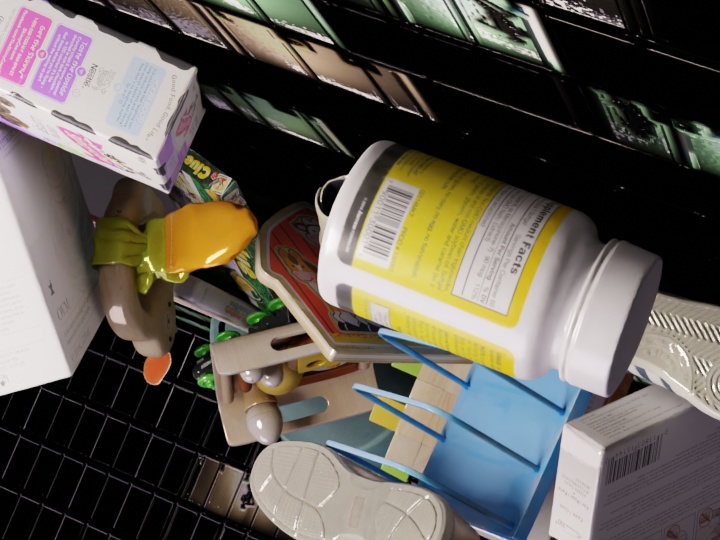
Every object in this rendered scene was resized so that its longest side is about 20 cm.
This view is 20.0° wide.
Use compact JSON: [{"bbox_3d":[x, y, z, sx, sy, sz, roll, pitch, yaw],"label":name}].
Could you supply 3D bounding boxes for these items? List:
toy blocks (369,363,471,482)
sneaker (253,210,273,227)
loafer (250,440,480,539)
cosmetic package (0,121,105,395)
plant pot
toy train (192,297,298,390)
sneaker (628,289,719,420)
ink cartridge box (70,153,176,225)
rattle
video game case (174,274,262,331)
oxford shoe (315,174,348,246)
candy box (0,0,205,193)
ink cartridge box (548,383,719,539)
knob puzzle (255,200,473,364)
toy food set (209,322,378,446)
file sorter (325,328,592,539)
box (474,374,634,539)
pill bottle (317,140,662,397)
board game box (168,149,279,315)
[{"bbox_3d":[0.079,0.096,1.808,0.099,0.201,0.137,23,-172,4],"label":"toy blocks"},{"bbox_3d":[-0.073,-0.015,1.816,0.110,0.077,0.200,11,176,18],"label":"sneaker"},{"bbox_3d":[0.002,0.179,1.507,0.199,0.072,0.063,14,169,44],"label":"loafer"},{"bbox_3d":[-0.289,-0.027,1.588,0.122,0.201,0.200,-16,-164,8],"label":"cosmetic package"},{"bbox_3d":[-0.038,0.082,1.997,0.199,0.201,0.196,18,166,32],"label":"plant pot"},{"bbox_3d":[-0.066,0.053,1.734,0.056,0.042,0.199,18,142,-41],"label":"toy train"},{"bbox_3d":[0.228,0.053,1.434,0.199,0.075,0.084,27,-179,15],"label":"sneaker"},{"bbox_3d":[-0.218,-0.067,1.866,0.143,0.084,0.200,23,174,1],"label":"ink cartridge box"},{"bbox_3d":[-0.135,0.016,1.675,0.142,0.131,0.201,-13,131,3],"label":"rattle"},{"bbox_3d":[-0.165,0.016,1.861,0.199,0.023,0.182,20,174,37],"label":"video game case"},{"bbox_3d":[0.000,-0.042,1.519,0.074,0.071,0.200,50,168,-10],"label":"oxford shoe"},{"bbox_3d":[-0.212,-0.133,1.409,0.199,0.072,0.168,23,173,0],"label":"candy box"},{"bbox_3d":[0.219,0.165,1.479,0.199,0.177,0.045,-19,-146,-37],"label":"ink cartridge box"},{"bbox_3d":[0.000,0.000,1.648,0.218,0.031,0.220,22,-153,-12],"label":"knob puzzle"},{"bbox_3d":[-0.048,0.095,1.713,0.142,0.061,0.200,-14,161,-7],"label":"toy food set"},{"bbox_3d":[0.084,0.077,1.528,0.122,0.201,0.138,32,169,-31],"label":"file sorter"},{"bbox_3d":[0.150,0.129,1.679,0.097,0.201,0.124,21,173,15],"label":"box"},{"bbox_3d":[0.083,0.001,1.300,0.199,0.115,0.114,22,173,15],"label":"pill bottle"},{"bbox_3d":[-0.116,-0.034,1.714,0.104,0.023,0.200,31,160,32],"label":"board game box"}]
